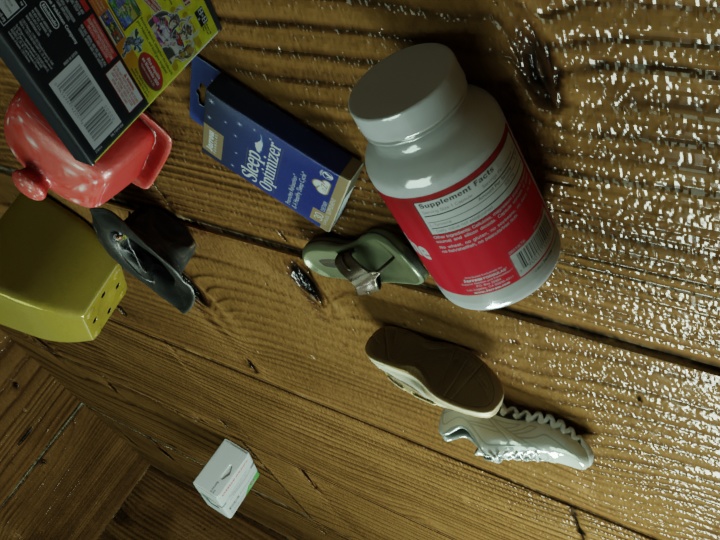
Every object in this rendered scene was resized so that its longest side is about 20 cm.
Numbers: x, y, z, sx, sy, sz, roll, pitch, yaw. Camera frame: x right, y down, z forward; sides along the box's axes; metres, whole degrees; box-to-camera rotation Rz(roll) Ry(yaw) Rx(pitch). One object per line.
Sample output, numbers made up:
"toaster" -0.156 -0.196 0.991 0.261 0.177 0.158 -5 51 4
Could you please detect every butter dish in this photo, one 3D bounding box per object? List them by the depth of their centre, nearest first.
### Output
"butter dish" -0.344 -0.145 0.984 0.199 0.148 0.200 38 154 -11

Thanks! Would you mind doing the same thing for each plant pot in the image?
"plant pot" -0.516 0.013 1.435 0.200 0.194 0.196 25 154 5

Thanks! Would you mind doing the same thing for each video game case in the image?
"video game case" -0.205 -0.213 0.653 0.025 0.181 0.200 21 152 30

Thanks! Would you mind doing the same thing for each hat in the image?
"hat" -0.288 -0.035 1.196 0.201 0.081 0.201 33 153 20

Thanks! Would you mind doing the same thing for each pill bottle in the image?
"pill bottle" 0.074 -0.070 0.657 0.112 0.112 0.200 8 144 43

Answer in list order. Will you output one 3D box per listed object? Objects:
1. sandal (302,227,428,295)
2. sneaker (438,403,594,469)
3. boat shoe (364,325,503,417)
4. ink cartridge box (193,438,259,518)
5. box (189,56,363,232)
"sandal" 0.000 0.001 0.935 0.080 0.057 0.201 47 152 -26
"sneaker" 0.192 0.212 1.059 0.200 0.081 0.075 19 149 26
"boat shoe" 0.097 0.131 1.045 0.200 0.074 0.069 26 158 38
"ink cartridge box" -0.354 0.556 2.248 0.084 0.146 0.200 27 153 17
"box" -0.098 -0.126 0.861 0.200 0.032 0.121 34 155 3
